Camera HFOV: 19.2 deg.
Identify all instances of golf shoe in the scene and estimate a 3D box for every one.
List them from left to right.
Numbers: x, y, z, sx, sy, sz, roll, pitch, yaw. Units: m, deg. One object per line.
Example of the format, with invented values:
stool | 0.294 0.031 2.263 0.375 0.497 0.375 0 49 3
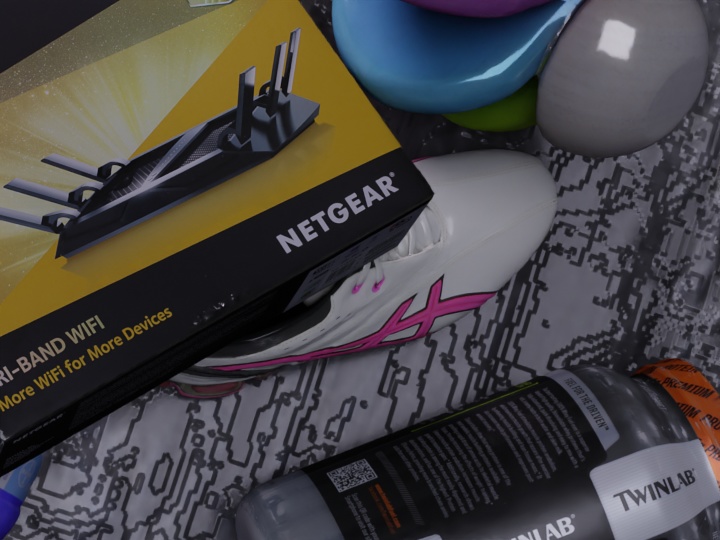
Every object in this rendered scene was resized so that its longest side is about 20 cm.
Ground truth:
golf shoe | 0.000 0.000 0.899 0.199 0.092 0.073 -24 87 -13

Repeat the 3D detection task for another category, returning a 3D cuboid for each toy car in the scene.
toy car | 0.054 -0.142 0.820 0.175 0.201 0.150 38 32 26

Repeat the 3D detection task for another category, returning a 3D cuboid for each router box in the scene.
router box | -0.096 -0.038 0.806 0.199 0.052 0.158 -31 79 -26

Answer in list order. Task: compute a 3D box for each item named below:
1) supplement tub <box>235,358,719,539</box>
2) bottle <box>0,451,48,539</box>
supplement tub | 0.059 0.114 0.878 0.199 0.123 0.123 -20 87 -11
bottle | -0.132 0.014 0.879 0.065 0.084 0.201 28 79 -5
